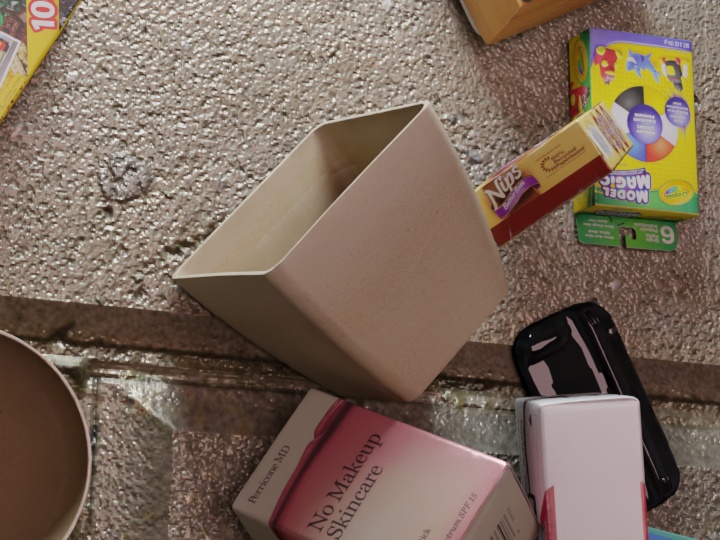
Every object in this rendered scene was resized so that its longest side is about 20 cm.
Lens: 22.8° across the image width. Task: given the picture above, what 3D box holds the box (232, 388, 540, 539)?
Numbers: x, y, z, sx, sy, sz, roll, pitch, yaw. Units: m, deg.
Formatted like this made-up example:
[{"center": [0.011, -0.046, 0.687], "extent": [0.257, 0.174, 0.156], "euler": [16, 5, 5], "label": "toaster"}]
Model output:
[{"center": [0.021, 0.198, 1.430], "extent": [0.128, 0.200, 0.109], "euler": [-56, 144, -23], "label": "box"}]

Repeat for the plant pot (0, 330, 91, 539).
[{"center": [-0.316, 0.149, 1.344], "extent": [0.200, 0.134, 0.201], "euler": [5, 77, -22], "label": "plant pot"}]

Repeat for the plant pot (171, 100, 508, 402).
[{"center": [0.000, 0.000, 1.483], "extent": [0.200, 0.200, 0.177], "euler": [-47, 109, -21], "label": "plant pot"}]

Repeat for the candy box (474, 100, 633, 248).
[{"center": [0.167, -0.087, 1.546], "extent": [0.117, 0.200, 0.057], "euler": [-34, 92, 17], "label": "candy box"}]

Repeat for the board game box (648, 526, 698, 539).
[{"center": [0.283, 0.340, 1.599], "extent": [0.152, 0.045, 0.200], "euler": [17, 73, -25], "label": "board game box"}]

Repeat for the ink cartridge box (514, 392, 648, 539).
[{"center": [0.183, 0.178, 1.502], "extent": [0.083, 0.200, 0.145], "euler": [-4, 87, -1], "label": "ink cartridge box"}]

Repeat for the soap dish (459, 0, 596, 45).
[{"center": [0.169, -0.317, 1.674], "extent": [0.200, 0.081, 0.158], "euler": [-25, 89, -26], "label": "soap dish"}]

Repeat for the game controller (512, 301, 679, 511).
[{"center": [0.215, 0.132, 1.630], "extent": [0.104, 0.042, 0.200], "euler": [-23, 88, -11], "label": "game controller"}]

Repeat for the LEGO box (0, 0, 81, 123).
[{"center": [-0.332, -0.190, 1.439], "extent": [0.149, 0.077, 0.200], "euler": [33, 69, -14], "label": "LEGO box"}]

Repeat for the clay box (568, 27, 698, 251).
[{"center": [0.259, -0.123, 1.690], "extent": [0.115, 0.048, 0.200], "euler": [4, 77, -22], "label": "clay box"}]
